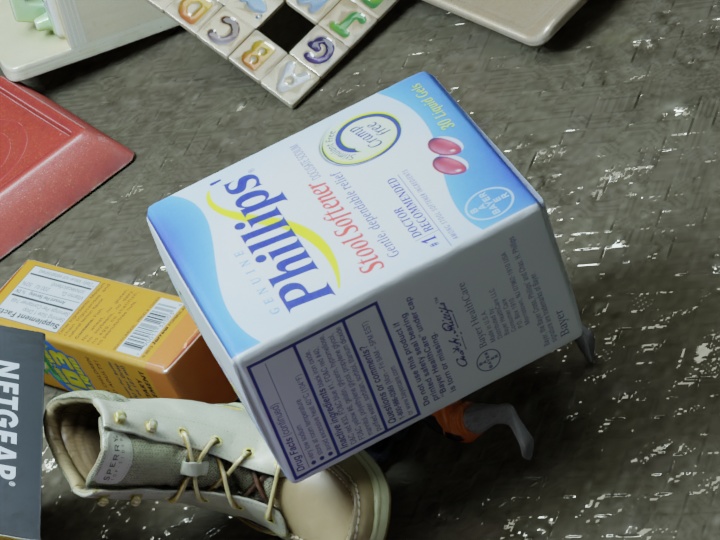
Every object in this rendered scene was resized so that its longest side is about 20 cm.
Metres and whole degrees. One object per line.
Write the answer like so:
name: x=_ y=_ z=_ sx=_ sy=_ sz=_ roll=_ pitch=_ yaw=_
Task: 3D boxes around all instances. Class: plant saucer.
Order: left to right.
plant saucer: x=-0.304 y=-0.074 z=2.102 sx=0.200 sy=0.037 sz=0.199 roll=-39 pitch=37 yaw=-16

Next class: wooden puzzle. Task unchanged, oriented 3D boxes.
wooden puzzle: x=0.124 y=-0.248 z=2.043 sx=0.199 sy=0.037 sz=0.185 roll=24 pitch=58 yaw=39

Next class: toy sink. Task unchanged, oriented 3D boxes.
toy sink: x=-0.219 y=-0.257 z=2.190 sx=0.199 sy=0.113 sz=0.130 roll=-20 pitch=34 yaw=-9

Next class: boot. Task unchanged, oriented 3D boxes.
boot: x=-0.087 y=0.121 z=1.613 sx=0.200 sy=0.154 sz=0.072 roll=24 pitch=102 yaw=53

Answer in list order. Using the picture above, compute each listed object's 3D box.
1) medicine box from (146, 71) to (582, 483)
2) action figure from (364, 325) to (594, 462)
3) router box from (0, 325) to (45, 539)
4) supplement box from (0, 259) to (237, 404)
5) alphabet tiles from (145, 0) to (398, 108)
medicine box: x=0.000 y=0.000 z=1.603 sx=0.199 sy=0.103 sz=0.182 roll=-26 pitch=36 yaw=-7
action figure: x=0.045 y=0.036 z=1.689 sx=0.192 sy=0.105 sz=0.200 roll=8 pitch=50 yaw=25
router box: x=-0.236 y=0.154 z=1.665 sx=0.052 sy=0.158 sz=0.200 roll=11 pitch=34 yaw=-13
supplement box: x=-0.166 y=0.049 z=1.832 sx=0.199 sy=0.067 sz=0.069 roll=15 pitch=54 yaw=44
alphabet tiles: x=-0.072 y=-0.236 z=2.091 sx=0.200 sy=0.008 sz=0.167 roll=37 pitch=70 yaw=18
